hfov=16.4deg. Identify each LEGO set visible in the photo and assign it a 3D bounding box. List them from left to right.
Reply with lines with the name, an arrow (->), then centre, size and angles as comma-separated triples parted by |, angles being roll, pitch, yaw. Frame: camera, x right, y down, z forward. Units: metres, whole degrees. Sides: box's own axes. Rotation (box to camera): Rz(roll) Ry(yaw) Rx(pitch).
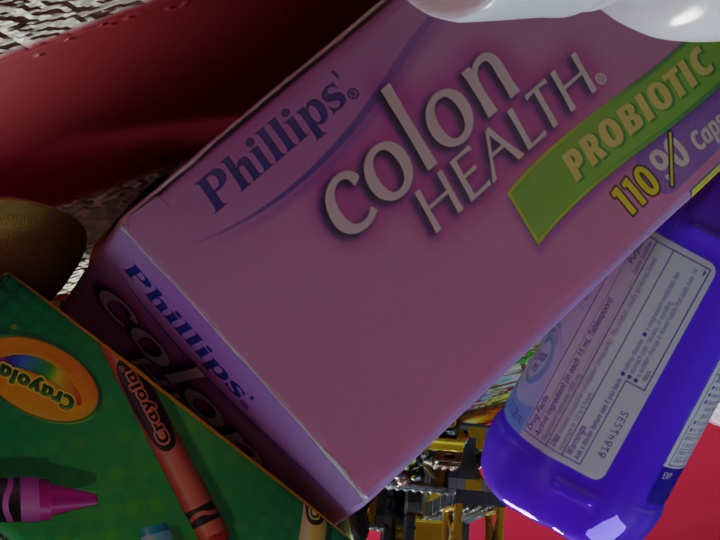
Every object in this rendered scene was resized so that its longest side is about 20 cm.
LEGO set -> -0.008, 0.129, 1.061 | 0.153, 0.116, 0.200 | 8, 166, -18

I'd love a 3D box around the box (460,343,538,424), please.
box -> 0.058, 0.028, 1.040 | 0.136, 0.039, 0.200 | -15, 167, -1

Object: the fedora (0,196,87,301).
fedora -> -0.174, -0.018, 0.669 | 0.200, 0.082, 0.201 | -8, 169, -2

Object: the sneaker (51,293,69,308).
sneaker -> -0.132, 0.035, 0.947 | 0.200, 0.090, 0.078 | -34, 179, -34

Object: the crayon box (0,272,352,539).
crayon box -> -0.085, 0.083, 0.699 | 0.058, 0.119, 0.200 | -54, -176, -24

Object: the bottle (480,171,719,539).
bottle -> 0.110, -0.005, 0.839 | 0.065, 0.200, 0.084 | 28, -170, 2

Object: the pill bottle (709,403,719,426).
pill bottle -> 0.193, 0.018, 1.035 | 0.113, 0.114, 0.200 | -13, -179, -7

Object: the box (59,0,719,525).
box -> 0.000, 0.000, 0.740 | 0.176, 0.097, 0.200 | -41, 178, -26

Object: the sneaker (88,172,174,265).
sneaker -> 0.004, -0.012, 0.899 | 0.199, 0.078, 0.077 | -10, 161, -15

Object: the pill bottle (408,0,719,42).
pill bottle -> 0.103, -0.108, 0.534 | 0.199, 0.115, 0.114 | -8, 165, -26
